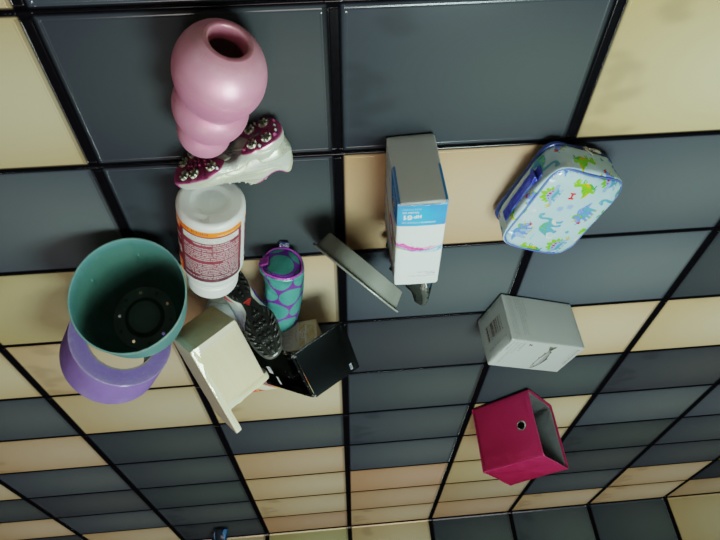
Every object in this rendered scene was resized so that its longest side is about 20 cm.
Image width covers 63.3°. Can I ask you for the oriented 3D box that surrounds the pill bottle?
[{"bbox_3d":[-0.254,-0.050,0.998,0.110,0.117,0.203,3,142,-12],"label":"pill bottle"}]

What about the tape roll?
[{"bbox_3d":[-0.482,0.151,1.155,0.195,0.205,0.085,18,138,-29],"label":"tape roll"}]

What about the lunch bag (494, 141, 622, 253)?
[{"bbox_3d":[0.337,-0.123,1.014,0.155,0.085,0.202,7,141,-18],"label":"lunch bag"}]

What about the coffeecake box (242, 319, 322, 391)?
[{"bbox_3d":[-0.175,0.195,1.317,0.193,0.075,0.155,-9,142,6],"label":"coffeecake box"}]

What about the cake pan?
[{"bbox_3d":[0.000,0.000,1.059,0.037,0.199,0.199,-51,133,0],"label":"cake pan"}]

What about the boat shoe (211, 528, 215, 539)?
[{"bbox_3d":[-0.637,1.212,2.622,0.066,0.085,0.205,15,119,-1],"label":"boat shoe"}]

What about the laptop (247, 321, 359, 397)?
[{"bbox_3d":[-0.123,0.178,1.236,0.194,0.105,0.180,11,144,23],"label":"laptop"}]

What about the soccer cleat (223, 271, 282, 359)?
[{"bbox_3d":[-0.211,0.086,1.133,0.067,0.202,0.074,-32,164,-15],"label":"soccer cleat"}]

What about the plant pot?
[{"bbox_3d":[-0.410,0.066,1.069,0.193,0.208,0.161,2,162,-10],"label":"plant pot"}]

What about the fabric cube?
[{"bbox_3d":[0.476,0.504,1.756,0.196,0.202,0.198,-27,140,28],"label":"fabric cube"}]

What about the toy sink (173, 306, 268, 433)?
[{"bbox_3d":[-0.265,0.192,1.155,0.111,0.129,0.205,-34,116,-25],"label":"toy sink"}]

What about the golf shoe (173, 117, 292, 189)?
[{"bbox_3d":[-0.194,-0.158,0.903,0.194,0.077,0.092,-16,145,15],"label":"golf shoe"}]

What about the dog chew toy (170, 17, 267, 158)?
[{"bbox_3d":[-0.197,-0.228,0.778,0.121,0.128,0.200,11,149,-21],"label":"dog chew toy"}]

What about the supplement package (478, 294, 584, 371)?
[{"bbox_3d":[0.389,0.146,1.342,0.193,0.120,0.118,8,141,-18],"label":"supplement package"}]

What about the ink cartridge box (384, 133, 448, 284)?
[{"bbox_3d":[0.087,-0.095,0.962,0.081,0.148,0.203,-5,143,-1],"label":"ink cartridge box"}]

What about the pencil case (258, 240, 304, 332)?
[{"bbox_3d":[-0.159,0.040,1.152,0.089,0.087,0.203,17,143,3],"label":"pencil case"}]

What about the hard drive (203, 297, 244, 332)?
[{"bbox_3d":[-0.249,0.114,1.287,0.194,0.027,0.133,12,139,-21],"label":"hard drive"}]

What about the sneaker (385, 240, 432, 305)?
[{"bbox_3d":[0.101,-0.008,1.156,0.079,0.075,0.203,3,139,16],"label":"sneaker"}]
